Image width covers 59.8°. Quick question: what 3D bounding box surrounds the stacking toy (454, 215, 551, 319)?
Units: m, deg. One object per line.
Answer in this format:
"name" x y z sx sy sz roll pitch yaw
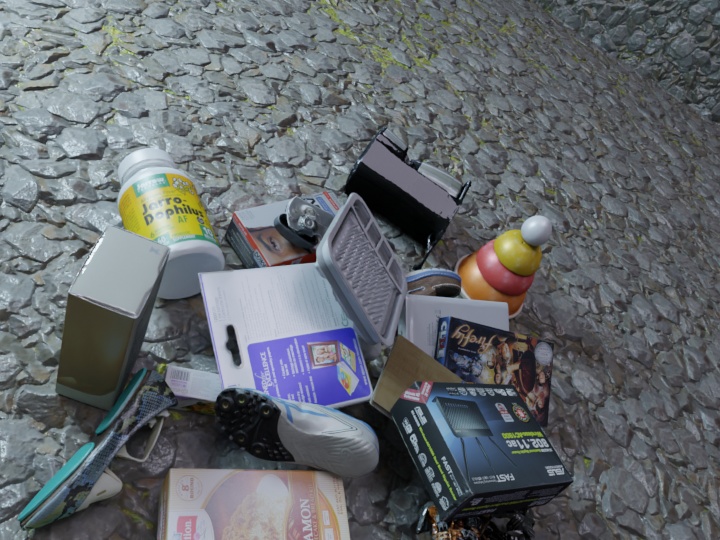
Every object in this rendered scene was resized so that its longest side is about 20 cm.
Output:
"stacking toy" 0.268 -0.022 1.093 0.145 0.201 0.147 17 45 -18

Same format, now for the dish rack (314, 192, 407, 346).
"dish rack" 0.000 0.000 0.866 0.173 0.043 0.200 60 23 -19

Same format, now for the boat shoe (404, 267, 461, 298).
"boat shoe" 0.083 0.047 1.024 0.198 0.072 0.073 -4 59 -21

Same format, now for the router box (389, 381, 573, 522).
"router box" 0.150 0.217 0.777 0.198 0.062 0.151 9 40 -38

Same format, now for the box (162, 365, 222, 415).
"box" -0.152 0.163 0.793 0.198 0.039 0.042 14 48 -20

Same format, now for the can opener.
"can opener" -0.039 -0.049 0.960 0.199 0.067 0.054 25 56 -32

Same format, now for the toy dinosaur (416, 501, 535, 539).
"toy dinosaur" 0.147 0.316 0.803 0.134 0.102 0.201 21 64 11

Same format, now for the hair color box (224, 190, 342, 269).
"hair color box" -0.101 -0.054 1.002 0.199 0.064 0.111 -20 66 -40

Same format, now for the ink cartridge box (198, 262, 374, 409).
"ink cartridge box" -0.097 0.090 0.802 0.198 0.043 0.200 -5 69 -31

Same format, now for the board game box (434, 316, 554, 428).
"board game box" 0.206 0.159 0.969 0.198 0.035 0.137 15 75 -21

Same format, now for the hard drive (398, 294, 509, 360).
"hard drive" 0.150 0.111 0.990 0.198 0.026 0.134 6 79 -27

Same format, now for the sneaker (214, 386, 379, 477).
"sneaker" -0.073 0.182 0.721 0.198 0.072 0.072 22 7 -11

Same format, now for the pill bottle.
"pill bottle" -0.273 -0.071 0.877 0.112 0.113 0.201 -7 56 -35

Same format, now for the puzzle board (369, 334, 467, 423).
"puzzle board" 0.111 0.190 0.854 0.199 0.017 0.151 36 32 -3

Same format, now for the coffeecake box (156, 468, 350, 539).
"coffeecake box" -0.113 0.300 0.669 0.198 0.073 0.155 9 48 -24

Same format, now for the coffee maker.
"coffee maker" 0.074 -0.137 1.130 0.199 0.135 0.193 32 43 -1

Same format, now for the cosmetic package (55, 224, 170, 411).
"cosmetic package" -0.277 0.058 0.694 0.070 0.201 0.106 22 43 -12

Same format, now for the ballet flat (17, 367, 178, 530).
"ballet flat" -0.266 0.197 0.668 0.074 0.074 0.201 34 57 1

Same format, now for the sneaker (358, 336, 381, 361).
"sneaker" -0.068 0.112 0.880 0.198 0.075 0.089 17 61 -14
